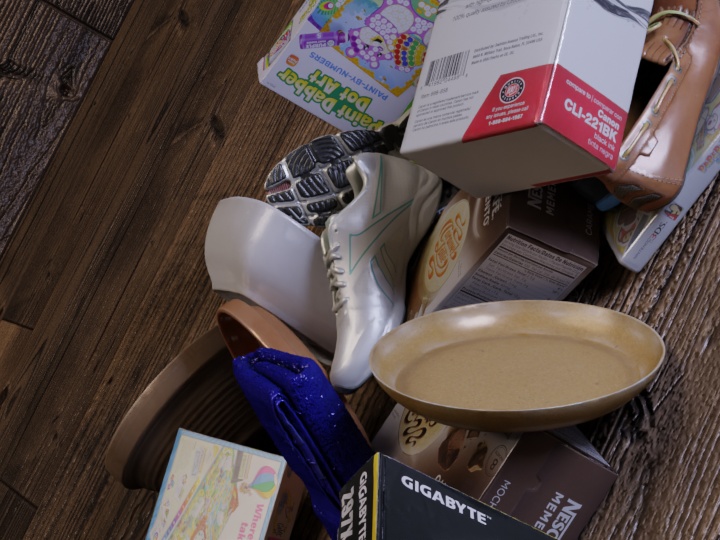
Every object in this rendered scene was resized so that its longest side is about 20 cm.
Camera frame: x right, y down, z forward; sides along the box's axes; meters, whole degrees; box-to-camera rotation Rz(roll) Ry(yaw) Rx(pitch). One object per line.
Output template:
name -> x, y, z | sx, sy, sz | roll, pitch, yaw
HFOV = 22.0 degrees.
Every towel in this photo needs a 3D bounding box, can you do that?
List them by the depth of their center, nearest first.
towel -> -0.025, 0.154, 1.394 | 0.050, 0.200, 0.148 | -34, 14, -18

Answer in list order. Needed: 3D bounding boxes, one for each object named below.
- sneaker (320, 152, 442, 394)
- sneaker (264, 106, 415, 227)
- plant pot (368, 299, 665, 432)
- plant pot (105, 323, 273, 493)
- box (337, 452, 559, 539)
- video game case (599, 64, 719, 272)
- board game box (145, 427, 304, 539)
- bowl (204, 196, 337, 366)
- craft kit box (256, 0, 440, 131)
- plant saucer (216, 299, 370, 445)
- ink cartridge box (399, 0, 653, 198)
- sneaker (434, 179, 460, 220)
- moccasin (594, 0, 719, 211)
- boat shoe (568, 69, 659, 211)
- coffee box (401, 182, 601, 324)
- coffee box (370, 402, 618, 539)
sneaker -> 0.000, 0.000, 1.462 | 0.070, 0.080, 0.201 | -30, 41, 66
sneaker -> 0.012, -0.085, 1.567 | 0.200, 0.077, 0.085 | -21, -4, -14
plant pot -> 0.106, 0.066, 1.252 | 0.200, 0.200, 0.028 | -125, 29, -67
plant pot -> -0.139, 0.147, 1.752 | 0.201, 0.093, 0.201 | -46, -14, -15
box -> 0.079, 0.211, 1.061 | 0.049, 0.200, 0.160 | -48, 24, 35
video game case -> 0.230, -0.115, 1.380 | 0.182, 0.023, 0.200 | -54, 22, 19
board game box -> -0.130, 0.249, 1.610 | 0.134, 0.034, 0.200 | 11, 81, 39
bowl -> -0.045, 0.021, 1.585 | 0.075, 0.200, 0.200 | -58, 16, -9
craft kit box -> 0.041, -0.206, 1.687 | 0.198, 0.200, 0.049 | -51, 24, 26
plant saucer -> -0.048, 0.105, 1.526 | 0.032, 0.200, 0.200 | -35, 16, -13
ink cartridge box -> 0.124, -0.165, 1.313 | 0.144, 0.084, 0.200 | -8, 61, 50
sneaker -> 0.082, -0.053, 1.566 | 0.200, 0.078, 0.070 | -52, 21, 23
moccasin -> 0.206, -0.140, 1.322 | 0.074, 0.078, 0.202 | -19, 46, 59
boat shoe -> 0.186, -0.139, 1.384 | 0.084, 0.069, 0.200 | -43, 25, 38
coffee box -> 0.101, -0.004, 1.426 | 0.200, 0.080, 0.115 | -51, 22, 44
coffee box -> 0.089, 0.133, 1.306 | 0.113, 0.080, 0.200 | -57, 21, 9
